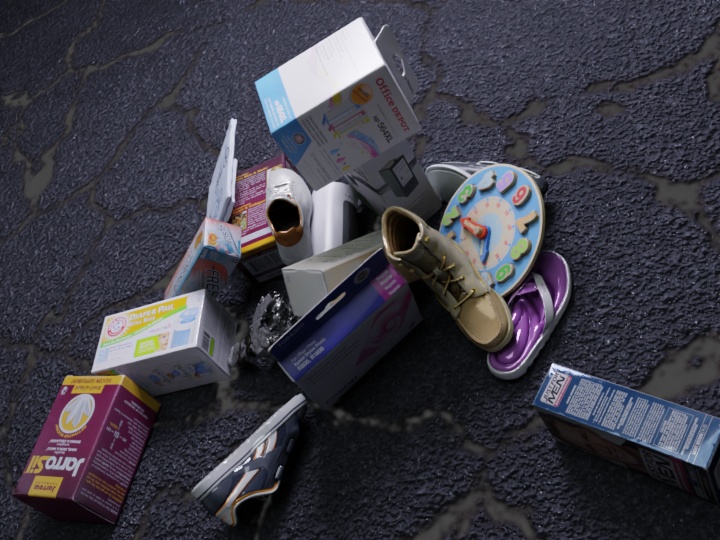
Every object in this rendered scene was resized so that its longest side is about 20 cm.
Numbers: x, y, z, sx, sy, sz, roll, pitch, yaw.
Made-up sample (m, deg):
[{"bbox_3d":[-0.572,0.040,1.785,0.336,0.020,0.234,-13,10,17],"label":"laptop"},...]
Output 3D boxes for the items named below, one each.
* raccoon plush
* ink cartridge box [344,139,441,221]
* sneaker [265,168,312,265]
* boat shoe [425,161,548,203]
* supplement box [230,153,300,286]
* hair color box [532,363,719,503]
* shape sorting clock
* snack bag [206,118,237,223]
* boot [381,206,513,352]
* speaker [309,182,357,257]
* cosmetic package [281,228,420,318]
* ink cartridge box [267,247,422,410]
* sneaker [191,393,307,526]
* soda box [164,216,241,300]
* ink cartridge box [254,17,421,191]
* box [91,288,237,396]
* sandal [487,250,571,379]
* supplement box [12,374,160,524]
[{"bbox_3d":[-0.101,0.100,1.263,0.200,0.133,0.098,-28,52,55],"label":"raccoon plush"},{"bbox_3d":[0.025,-0.168,1.295,0.084,0.200,0.145,-41,45,-6],"label":"ink cartridge box"},{"bbox_3d":[-0.113,-0.107,1.298,0.072,0.085,0.201,-17,48,1],"label":"sneaker"},{"bbox_3d":[0.189,-0.130,1.263,0.199,0.076,0.060,24,53,35],"label":"boat shoe"},{"bbox_3d":[-0.155,-0.088,1.418,0.110,0.086,0.201,-20,48,16],"label":"supplement box"},{"bbox_3d":[0.301,0.178,0.923,0.199,0.100,0.061,17,66,39],"label":"hair color box"},{"bbox_3d":[0.177,-0.053,1.173,0.199,0.039,0.202,-21,64,52],"label":"shape sorting clock"},{"bbox_3d":[-0.245,-0.135,1.470,0.021,0.189,0.201,11,48,-18],"label":"snack bag"},{"bbox_3d":[0.110,0.009,1.088,0.073,0.155,0.201,-39,50,17],"label":"boot"},{"bbox_3d":[-0.044,-0.044,1.322,0.081,0.081,0.201,-16,48,19],"label":"speaker"},{"bbox_3d":[0.000,0.000,1.185,0.199,0.072,0.105,-23,15,-35],"label":"cosmetic package"},{"bbox_3d":[-0.011,0.086,1.114,0.196,0.200,0.043,-42,65,-6],"label":"ink cartridge box"},{"bbox_3d":[-0.132,0.259,1.136,0.079,0.078,0.200,46,65,2],"label":"sneaker"},{"bbox_3d":[-0.257,0.008,1.344,0.200,0.063,0.069,-53,31,40],"label":"soda box"},{"bbox_3d":[-0.020,-0.233,1.143,0.199,0.129,0.126,-29,46,10],"label":"ink cartridge box"},{"bbox_3d":[-0.311,0.122,1.329,0.198,0.102,0.113,-16,48,19],"label":"box"},{"bbox_3d":[0.225,0.050,1.106,0.082,0.050,0.204,6,58,34],"label":"sandal"},{"bbox_3d":[-0.413,0.269,1.269,0.130,0.103,0.201,-5,53,27],"label":"supplement box"}]
